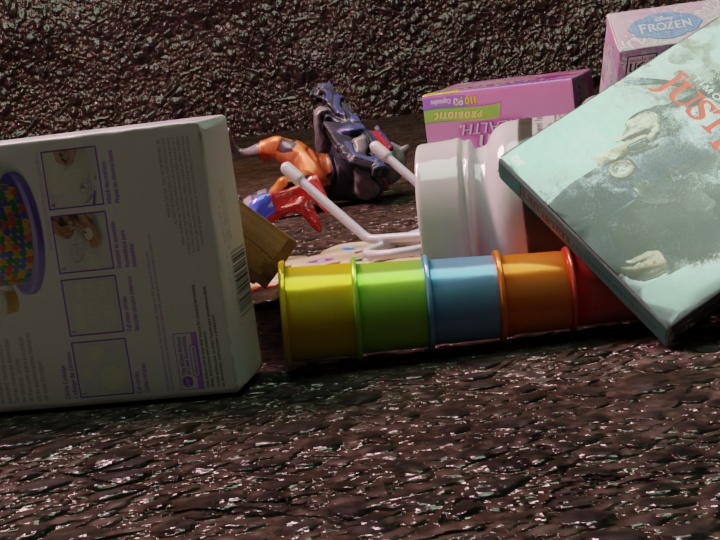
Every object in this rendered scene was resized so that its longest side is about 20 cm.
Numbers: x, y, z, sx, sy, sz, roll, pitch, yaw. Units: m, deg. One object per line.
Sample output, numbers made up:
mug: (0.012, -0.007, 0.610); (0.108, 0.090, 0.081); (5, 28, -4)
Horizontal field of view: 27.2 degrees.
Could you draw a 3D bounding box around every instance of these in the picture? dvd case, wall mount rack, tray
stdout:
dvd case: (0.196, -0.064, 0.811); (0.200, 0.022, 0.146); (-32, 57, -14)
wall mount rack: (0.047, -0.059, 1.117); (0.173, 0.075, 0.200); (-1, 10, 37)
tray: (-0.091, -0.031, 0.925); (0.099, 0.037, 0.200); (36, -1, -3)

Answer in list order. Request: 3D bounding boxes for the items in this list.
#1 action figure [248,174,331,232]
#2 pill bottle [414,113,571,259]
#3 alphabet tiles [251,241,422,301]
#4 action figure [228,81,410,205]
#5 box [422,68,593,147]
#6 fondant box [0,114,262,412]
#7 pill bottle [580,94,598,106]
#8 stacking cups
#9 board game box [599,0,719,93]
action figure: (-0.118, -0.015, 1.134); (0.199, 0.052, 0.065); (-20, -8, -19)
pill bottle: (0.138, -0.038, 0.891); (0.199, 0.114, 0.114); (-6, 9, 9)
alphabet tiles: (0.000, 0.000, 1.076); (0.199, 0.015, 0.196); (-3, 10, 24)
action figure: (-0.044, -0.118, 1.583); (0.193, 0.105, 0.200); (-4, 33, -9)
box: (0.182, -0.178, 1.768); (0.175, 0.097, 0.200); (-5, 10, 16)
fondant box: (-0.163, -0.001, 0.807); (0.199, 0.145, 0.058); (-6, 10, 10)
pill bottle: (0.254, -0.075, 1.014); (0.199, 0.116, 0.116); (-8, 9, -3)
stacking cups: (0.055, 0.015, 0.817); (0.199, 0.061, 0.061); (-6, 9, -3)
board game box: (0.274, -0.117, 1.095); (0.199, 0.199, 0.043); (-8, 52, -2)
